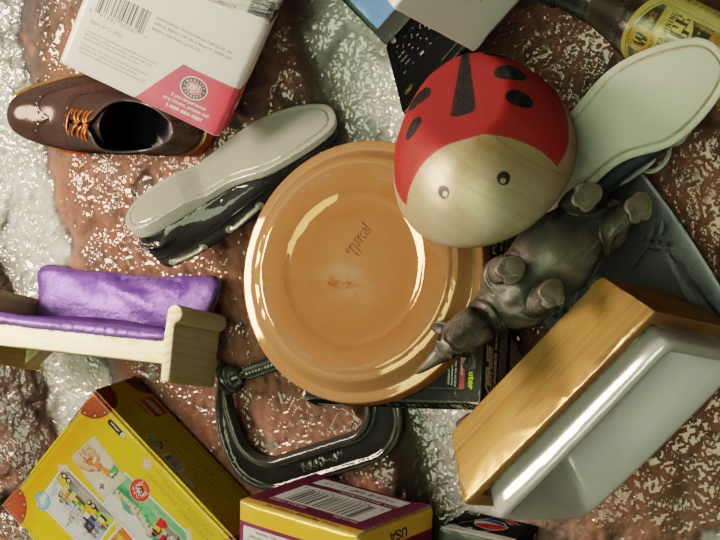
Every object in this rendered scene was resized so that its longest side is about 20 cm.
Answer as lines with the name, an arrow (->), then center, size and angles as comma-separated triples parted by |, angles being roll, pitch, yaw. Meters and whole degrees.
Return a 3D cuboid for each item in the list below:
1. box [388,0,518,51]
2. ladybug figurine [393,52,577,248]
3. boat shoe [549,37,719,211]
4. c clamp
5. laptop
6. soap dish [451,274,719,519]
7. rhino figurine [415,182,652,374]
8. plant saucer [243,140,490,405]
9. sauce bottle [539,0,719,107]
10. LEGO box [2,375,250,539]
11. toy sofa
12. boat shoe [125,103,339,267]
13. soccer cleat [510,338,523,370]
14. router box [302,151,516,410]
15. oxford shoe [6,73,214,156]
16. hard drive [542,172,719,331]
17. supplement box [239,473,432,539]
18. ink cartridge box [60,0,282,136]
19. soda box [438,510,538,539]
box -> 0.052, -0.281, 1.306 | 0.124, 0.097, 0.200 | -46, 51, 22
ladybug figurine -> 0.083, -0.095, 1.261 | 0.135, 0.200, 0.072 | -16, 123, 10
boat shoe -> 0.191, -0.098, 1.311 | 0.200, 0.062, 0.075 | -44, 78, 21
c clamp -> -0.047, 0.094, 1.499 | 0.199, 0.027, 0.172 | -26, 92, 23
laptop -> 0.046, -0.251, 1.376 | 0.103, 0.200, 0.177 | 33, 113, -23
soap dish -> 0.170, 0.093, 1.295 | 0.200, 0.157, 0.081 | -48, 61, 20
rhino figurine -> 0.116, 0.009, 1.255 | 0.200, 0.087, 0.060 | -42, 88, -5
plant saucer -> 0.000, 0.000, 1.336 | 0.199, 0.032, 0.202 | -4, 79, 23
sauce bottle -> 0.226, -0.177, 1.331 | 0.199, 0.066, 0.066 | 27, 106, 18
LEGO box -> -0.188, 0.217, 1.542 | 0.200, 0.077, 0.149 | 45, 110, 12
toy sofa -> -0.220, 0.042, 1.519 | 0.199, 0.083, 0.098 | 5, 85, 25
boat shoe -> -0.098, -0.068, 1.481 | 0.199, 0.074, 0.060 | -31, 125, 7
soccer cleat -> 0.087, 0.037, 1.413 | 0.200, 0.069, 0.085 | 48, 115, 16
router box -> 0.040, 0.006, 1.369 | 0.149, 0.062, 0.201 | 0, 81, 26
oxford shoe -> -0.226, -0.133, 1.520 | 0.199, 0.072, 0.072 | 3, 98, 23
hard drive -> 0.201, 0.007, 1.373 | 0.135, 0.042, 0.201 | -36, 81, 22
supplement box -> -0.021, 0.283, 1.444 | 0.130, 0.103, 0.201 | 11, 104, 37
ink cartridge box -> -0.134, -0.234, 1.436 | 0.144, 0.084, 0.201 | 25, 111, -3
soda box -> 0.094, 0.302, 1.441 | 0.070, 0.063, 0.201 | 8, 99, 22
